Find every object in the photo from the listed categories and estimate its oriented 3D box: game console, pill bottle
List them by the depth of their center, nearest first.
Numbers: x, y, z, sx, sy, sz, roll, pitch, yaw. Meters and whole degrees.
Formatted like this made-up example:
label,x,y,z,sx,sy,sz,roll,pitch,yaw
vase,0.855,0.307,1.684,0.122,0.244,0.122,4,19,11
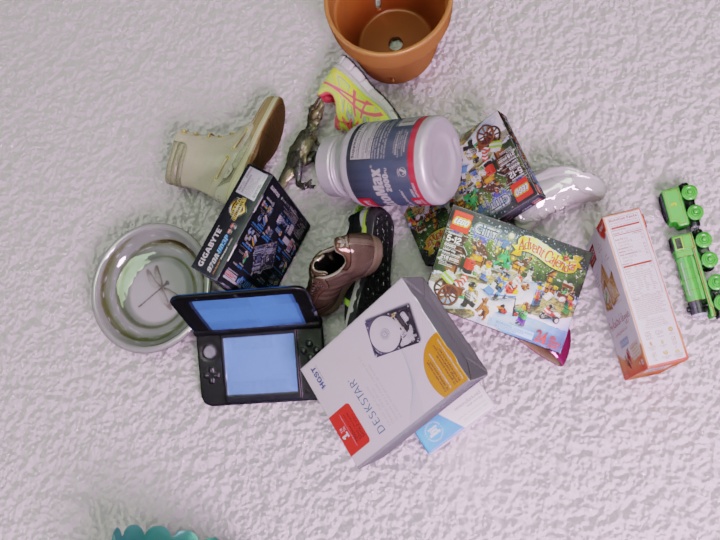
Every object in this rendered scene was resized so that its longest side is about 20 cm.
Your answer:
label,x,y,z,sx,sy,sz,roll,pitch,yaw
game console,-0.155,0.111,0.994,0.194,0.118,0.176,-5,92,8
pill bottle,0.036,-0.154,1.012,0.196,0.119,0.123,2,74,37

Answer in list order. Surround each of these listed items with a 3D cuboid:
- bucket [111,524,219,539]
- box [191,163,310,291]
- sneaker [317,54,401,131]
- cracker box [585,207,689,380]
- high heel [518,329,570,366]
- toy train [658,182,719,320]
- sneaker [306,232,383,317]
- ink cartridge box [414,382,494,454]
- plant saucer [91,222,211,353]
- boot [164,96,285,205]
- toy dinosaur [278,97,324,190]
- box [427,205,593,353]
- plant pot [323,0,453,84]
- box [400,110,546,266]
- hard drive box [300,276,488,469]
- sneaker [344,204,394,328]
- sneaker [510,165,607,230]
label,x,y,z,sx,sy,sz,roll,pitch,yaw
bucket,-0.242,0.427,0.907,0.202,0.207,0.138,13,79,12
box,-0.149,-0.038,1.009,0.045,0.200,0.162,24,81,17
sneaker,0.005,-0.244,1.112,0.090,0.078,0.201,-41,68,5
cracker box,0.367,0.036,0.946,0.056,0.134,0.206,-12,73,5
high heel,0.201,0.076,0.997,0.194,0.068,0.098,10,66,-3
toy train,0.472,-0.027,0.997,0.055,0.042,0.206,-13,74,15
sneaker,-0.048,0.002,0.994,0.074,0.200,0.072,10,55,-30
ink cartridge box,0.087,0.142,0.995,0.115,0.067,0.202,-34,73,0
plant saucer,-0.320,0.030,1.096,0.194,0.050,0.206,-2,74,8
boot,-0.218,-0.208,1.134,0.151,0.072,0.204,18,74,19
toy dinosaur,-0.092,-0.171,1.114,0.087,0.047,0.203,32,89,30
box,0.196,0.011,0.949,0.195,0.038,0.140,19,92,8
plant pot,0.049,-0.391,1.102,0.194,0.140,0.206,-2,75,7
box,0.153,-0.115,1.023,0.198,0.037,0.139,-33,69,28
hard drive box,0.042,0.133,0.920,0.200,0.076,0.157,-43,71,22
sneaker,0.000,0.000,1.058,0.081,0.071,0.206,-1,73,42
sneaker,0.262,-0.099,1.036,0.194,0.078,0.103,1,82,18
